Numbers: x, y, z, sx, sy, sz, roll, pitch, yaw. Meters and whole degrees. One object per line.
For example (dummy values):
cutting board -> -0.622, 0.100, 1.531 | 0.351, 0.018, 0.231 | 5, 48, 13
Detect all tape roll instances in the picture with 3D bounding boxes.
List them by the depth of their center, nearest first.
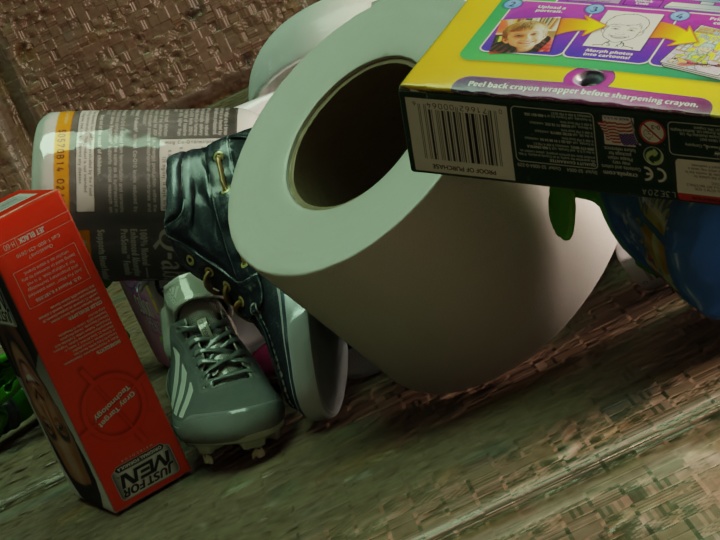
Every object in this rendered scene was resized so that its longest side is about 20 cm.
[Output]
tape roll -> 0.039, -0.046, 1.409 | 0.202, 0.139, 0.203 | -30, 39, 28

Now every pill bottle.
pill bottle -> -0.120, -0.052, 1.620 | 0.199, 0.117, 0.116 | -1, 12, 0

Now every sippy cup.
sippy cup -> 0.201, -0.036, 1.274 | 0.177, 0.140, 0.130 | -33, 20, 9

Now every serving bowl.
serving bowl -> 0.007, -0.166, 1.811 | 0.199, 0.066, 0.200 | -11, -21, -4

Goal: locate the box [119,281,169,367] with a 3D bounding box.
box -> -0.071, -0.006, 1.803 | 0.199, 0.097, 0.176 | -27, 11, -12

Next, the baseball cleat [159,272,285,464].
baseball cleat -> -0.100, 0.058, 1.534 | 0.069, 0.107, 0.200 | -13, 10, -15

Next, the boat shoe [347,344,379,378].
boat shoe -> 0.060, 0.000, 1.539 | 0.199, 0.072, 0.071 | -25, 15, 13

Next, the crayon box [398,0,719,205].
crayon box -> 0.146, -0.109, 1.241 | 0.199, 0.059, 0.173 | 8, 37, 25

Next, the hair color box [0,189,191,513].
hair color box -> -0.188, 0.050, 1.518 | 0.061, 0.201, 0.101 | -29, 11, -19

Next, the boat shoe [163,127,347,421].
boat shoe -> -0.068, 0.007, 1.507 | 0.090, 0.201, 0.071 | -15, -20, 16

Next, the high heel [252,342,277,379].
high heel -> 0.000, 0.000, 1.613 | 0.199, 0.096, 0.067 | -24, 11, 3

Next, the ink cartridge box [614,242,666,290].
ink cartridge box -> 0.217, -0.103, 1.438 | 0.162, 0.201, 0.057 | -22, -31, 17

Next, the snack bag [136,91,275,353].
snack bag -> -0.077, -0.031, 1.694 | 0.188, 0.201, 0.021 | -20, -28, -9

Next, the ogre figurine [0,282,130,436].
ogre figurine -> -0.245, 0.044, 1.862 | 0.098, 0.201, 0.120 | 5, 4, 23
